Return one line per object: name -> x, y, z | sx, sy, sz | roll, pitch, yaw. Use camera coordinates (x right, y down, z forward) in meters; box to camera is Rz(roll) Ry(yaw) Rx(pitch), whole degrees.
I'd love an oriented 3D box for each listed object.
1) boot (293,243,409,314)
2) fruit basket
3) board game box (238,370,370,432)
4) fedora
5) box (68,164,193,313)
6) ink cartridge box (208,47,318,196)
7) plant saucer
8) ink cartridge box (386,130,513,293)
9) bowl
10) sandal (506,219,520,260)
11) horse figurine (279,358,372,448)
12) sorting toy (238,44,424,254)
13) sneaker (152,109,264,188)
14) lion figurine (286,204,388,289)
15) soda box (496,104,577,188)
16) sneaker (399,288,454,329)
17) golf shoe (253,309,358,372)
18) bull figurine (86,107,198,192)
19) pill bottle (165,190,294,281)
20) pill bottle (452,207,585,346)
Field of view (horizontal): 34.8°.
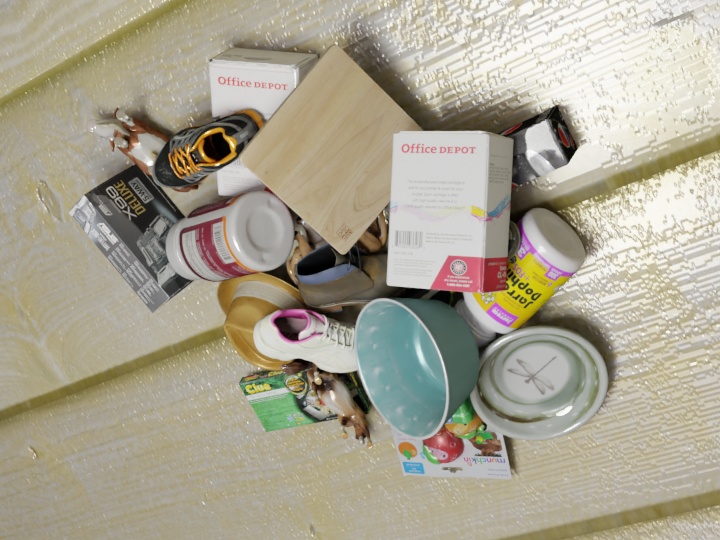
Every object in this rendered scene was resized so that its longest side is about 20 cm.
boot -> 0.000, 0.000, 1.634 | 0.197, 0.076, 0.097 | -20, 147, 9
fruit basket -> 0.123, 0.236, 1.729 | 0.182, 0.094, 0.203 | -1, 115, 24
board game box -> -0.090, 0.199, 1.835 | 0.197, 0.024, 0.106 | -13, 120, 27
fedora -> -0.144, 0.091, 1.758 | 0.197, 0.082, 0.203 | 17, 140, 15
box -> -0.330, -0.053, 1.765 | 0.050, 0.158, 0.201 | -37, 93, 32
ink cartridge box -> -0.134, -0.210, 1.653 | 0.143, 0.085, 0.204 | 8, 117, 20
plant saucer -> 0.252, 0.151, 1.638 | 0.196, 0.051, 0.203 | 1, 124, 1
ink cartridge box -> 0.117, -0.076, 1.498 | 0.145, 0.085, 0.204 | 5, 92, 33
bowl -> 0.091, 0.121, 1.595 | 0.200, 0.104, 0.204 | 29, 128, 45
sandal -> 0.135, -0.033, 1.574 | 0.198, 0.057, 0.082 | 1, 93, 36
horse figurine -> -0.041, 0.195, 1.737 | 0.050, 0.133, 0.201 | -38, 103, 7
sorting toy -> -0.036, -0.166, 1.569 | 0.198, 0.070, 0.201 | 41, 89, -19
sneaker -> -0.226, -0.167, 1.619 | 0.198, 0.077, 0.079 | -24, 102, 31
lion figurine -> -0.029, -0.033, 1.690 | 0.197, 0.073, 0.123 | -13, 126, 22
soda box -> 0.188, -0.145, 1.550 | 0.198, 0.063, 0.072 | -23, 101, 31
sneaker -> 0.108, 0.044, 1.679 | 0.082, 0.072, 0.200 | 33, 126, -20
golf shoe -> -0.054, 0.099, 1.664 | 0.196, 0.077, 0.092 | 7, 157, -13
bull figurine -> -0.329, -0.187, 1.742 | 0.198, 0.121, 0.066 | 32, 90, 0
pill bottle -> -0.195, -0.045, 1.677 | 0.198, 0.114, 0.116 | -10, 109, 50
pill bottle -> 0.211, 0.016, 1.586 | 0.104, 0.104, 0.200 | 41, 122, 2
